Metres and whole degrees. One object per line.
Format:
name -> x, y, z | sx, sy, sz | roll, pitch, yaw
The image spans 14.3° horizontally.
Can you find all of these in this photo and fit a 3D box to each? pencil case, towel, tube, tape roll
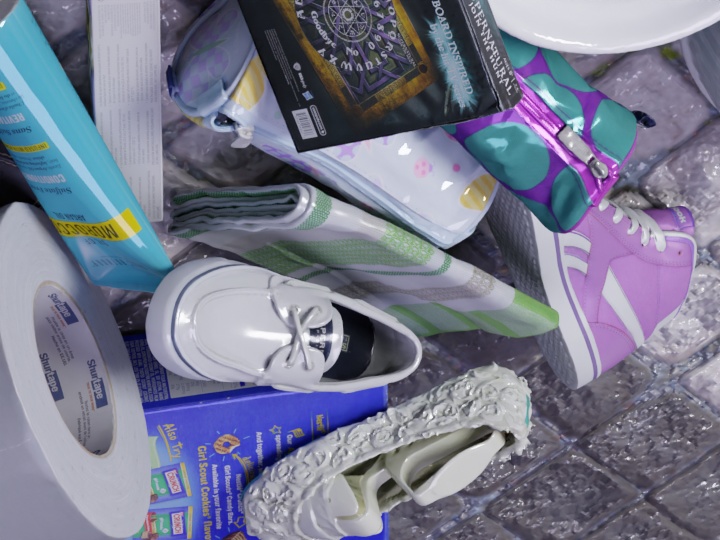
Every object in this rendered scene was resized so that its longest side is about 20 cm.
pencil case -> 0.067, -0.111, 1.581 | 0.200, 0.092, 0.085 | 40, 86, -24
towel -> 0.000, 0.000, 1.689 | 0.200, 0.031, 0.149 | 26, 165, -33
tube -> -0.166, -0.065, 1.599 | 0.050, 0.077, 0.200 | -47, 126, -27
tape roll -> -0.189, 0.066, 1.620 | 0.066, 0.201, 0.200 | -19, 136, 12
pencil case -> -0.011, -0.084, 1.619 | 0.200, 0.091, 0.083 | 27, 123, -35

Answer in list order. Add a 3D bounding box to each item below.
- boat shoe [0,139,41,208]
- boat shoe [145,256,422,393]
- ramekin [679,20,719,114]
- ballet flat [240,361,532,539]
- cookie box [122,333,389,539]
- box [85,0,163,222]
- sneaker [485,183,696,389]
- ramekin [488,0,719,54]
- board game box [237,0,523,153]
boat shoe -> -0.265, -0.048, 1.611 | 0.199, 0.063, 0.073 | 7, 129, -23
boat shoe -> -0.039, 0.033, 1.652 | 0.065, 0.074, 0.200 | 7, -177, 38
ramekin -> 0.281, -0.134, 1.602 | 0.199, 0.105, 0.201 | -3, 124, -4
ballet flat -> 0.016, 0.122, 1.747 | 0.200, 0.072, 0.072 | -29, 134, 9
cookie box -> -0.085, 0.115, 1.811 | 0.199, 0.075, 0.172 | -7, 134, -7
box -> -0.132, -0.110, 1.600 | 0.041, 0.039, 0.200 | -5, 135, -7
sneaker -> 0.141, -0.033, 1.736 | 0.114, 0.073, 0.201 | -30, 131, -10
ramekin -> 0.133, -0.220, 1.512 | 0.200, 0.098, 0.201 | -6, 136, -6
board game box -> -0.009, -0.164, 1.483 | 0.135, 0.028, 0.201 | -8, 113, 34
